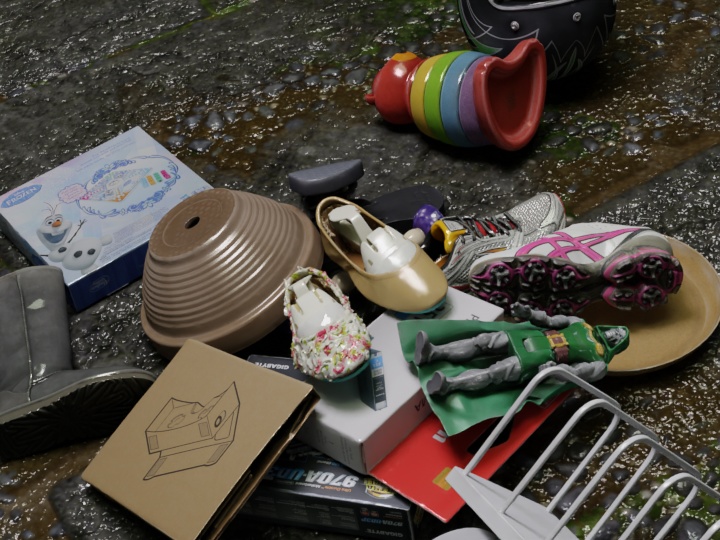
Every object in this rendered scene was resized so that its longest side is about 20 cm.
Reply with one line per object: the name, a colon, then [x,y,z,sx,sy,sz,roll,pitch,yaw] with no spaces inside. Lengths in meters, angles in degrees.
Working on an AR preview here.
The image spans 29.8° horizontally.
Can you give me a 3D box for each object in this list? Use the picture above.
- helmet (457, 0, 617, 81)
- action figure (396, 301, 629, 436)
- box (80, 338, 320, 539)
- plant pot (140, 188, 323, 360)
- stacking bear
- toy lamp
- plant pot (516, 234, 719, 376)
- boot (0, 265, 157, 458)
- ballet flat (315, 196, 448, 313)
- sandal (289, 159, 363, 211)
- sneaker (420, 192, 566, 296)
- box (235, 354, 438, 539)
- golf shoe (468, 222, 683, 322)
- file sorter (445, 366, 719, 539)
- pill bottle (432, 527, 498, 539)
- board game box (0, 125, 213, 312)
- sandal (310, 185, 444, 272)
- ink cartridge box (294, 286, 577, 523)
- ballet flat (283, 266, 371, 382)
helmet: [0.205,-0.313,1.569,0.198,0.200,0.193,-17,80,-8]
action figure: [0.142,0.070,1.140,0.198,0.055,0.119,-7,54,-24]
box: [-0.141,0.144,1.156,0.199,0.021,0.164,15,62,52]
plant pot: [-0.142,-0.013,1.323,0.199,0.093,0.202,-21,36,16]
stacking bear: [0.097,-0.199,1.525,0.199,0.115,0.121,12,30,40]
toy lamp: [0.000,0.000,1.349,0.199,0.059,0.058,-32,44,-25]
plant pot: [0.243,0.033,1.282,0.197,0.028,0.201,-6,41,5]
boot: [-0.289,0.074,1.311,0.180,0.073,0.201,-13,39,-3]
ballet flat: [0.010,-0.018,1.247,0.068,0.063,0.200,-35,31,-15]
sandal: [-0.033,-0.088,1.411,0.075,0.043,0.200,-11,5,0]
sneaker: [0.112,-0.019,1.299,0.199,0.083,0.078,-32,32,-11]
box: [-0.029,0.151,1.184,0.197,0.046,0.160,4,41,16]
golf shoe: [0.194,-0.002,1.263,0.197,0.073,0.092,-3,33,-7]
file sorter: [0.191,0.182,0.994,0.125,0.138,0.200,-53,46,6]
pill bottle: [0.104,0.281,0.944,0.118,0.121,0.200,-20,41,-12]
board game box: [-0.277,-0.063,1.492,0.199,0.044,0.199,-31,45,-23]
sandal: [-0.007,-0.053,1.422,0.198,0.043,0.076,-23,41,-15]
ink cartridge box: [0.063,0.101,1.154,0.175,0.045,0.200,23,48,35]
ballet flat: [-0.039,0.043,1.181,0.075,0.064,0.200,-31,16,-4]
